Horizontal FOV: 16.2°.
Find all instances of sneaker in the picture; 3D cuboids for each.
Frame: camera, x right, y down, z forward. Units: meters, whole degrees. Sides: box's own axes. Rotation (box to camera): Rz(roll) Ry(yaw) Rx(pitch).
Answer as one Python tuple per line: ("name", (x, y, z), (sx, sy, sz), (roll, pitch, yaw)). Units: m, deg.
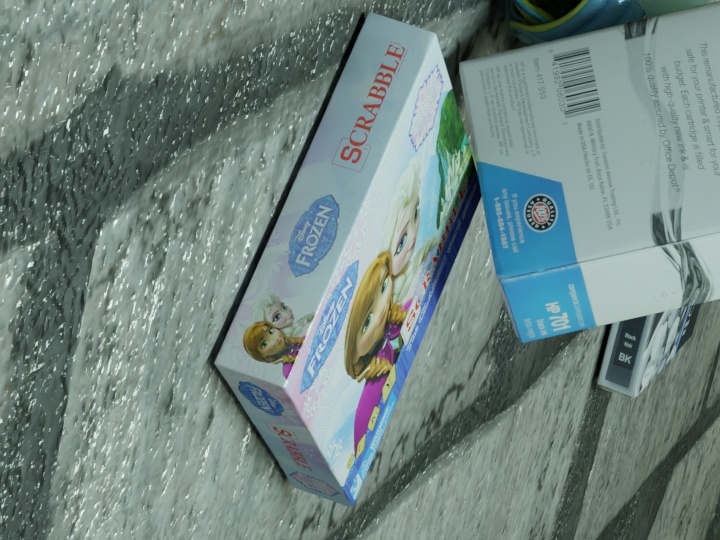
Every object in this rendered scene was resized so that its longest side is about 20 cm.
("sneaker", (0.124, -0.143, 1.524), (0.200, 0.130, 0.080), (-30, -137, 59))

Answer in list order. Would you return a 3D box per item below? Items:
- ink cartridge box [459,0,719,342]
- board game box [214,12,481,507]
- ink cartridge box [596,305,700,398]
("ink cartridge box", (0.166, -0.059, 1.398), (0.086, 0.199, 0.147), (69, 11, -60))
("board game box", (0.000, 0.000, 1.320), (0.200, 0.041, 0.201), (65, 46, -66))
("ink cartridge box", (0.265, -0.014, 2.144), (0.198, 0.043, 0.201), (-34, 138, -63))
